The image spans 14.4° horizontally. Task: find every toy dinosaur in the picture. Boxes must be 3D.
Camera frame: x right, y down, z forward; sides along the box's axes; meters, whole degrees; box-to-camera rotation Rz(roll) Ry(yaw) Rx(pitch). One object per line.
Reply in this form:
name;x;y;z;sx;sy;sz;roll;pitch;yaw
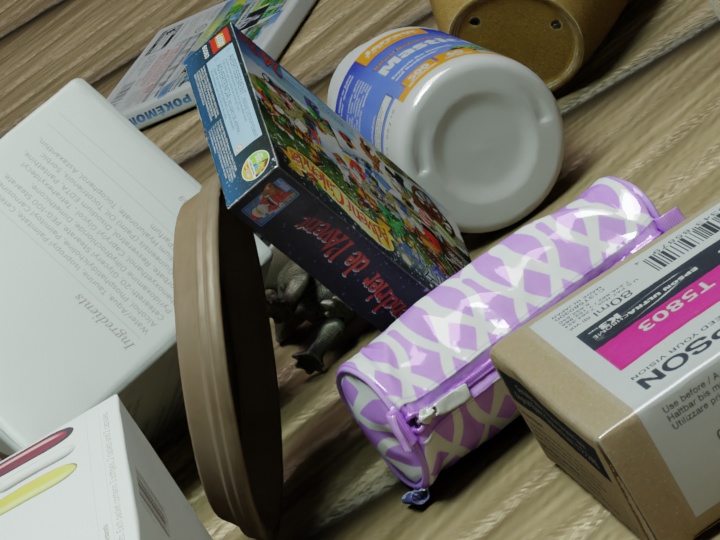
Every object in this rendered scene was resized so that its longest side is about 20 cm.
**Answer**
toy dinosaur;0.000;0.000;1.709;0.200;0.077;0.102;-23;34;35

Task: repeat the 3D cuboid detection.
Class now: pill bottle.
pill bottle;0.045;-0.096;1.816;0.112;0.112;0.200;-34;20;-8

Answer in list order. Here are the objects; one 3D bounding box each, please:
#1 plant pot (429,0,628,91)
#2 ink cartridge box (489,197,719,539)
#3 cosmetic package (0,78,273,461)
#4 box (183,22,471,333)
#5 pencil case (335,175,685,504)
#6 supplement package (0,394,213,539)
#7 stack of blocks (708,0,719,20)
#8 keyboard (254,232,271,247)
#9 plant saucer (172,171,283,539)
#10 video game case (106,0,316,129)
plant pot;0.115;-0.217;1.944;0.186;0.186;0.200;-21;35;27
ink cartridge box;0.181;0.033;1.367;0.200;0.075;0.165;-33;18;-7
cosmetic package;-0.185;0.033;1.677;0.200;0.166;0.167;-42;-12;-28
box;-0.007;-0.033;1.560;0.038;0.200;0.137;-39;38;15
pencil case;0.079;0.031;1.500;0.200;0.084;0.085;-38;1;-16
supplement package;-0.115;0.178;1.328;0.111;0.156;0.200;-31;20;2
stack of blocks;0.305;-0.164;1.595;0.200;0.115;0.059;-35;20;-8
keyboard;-0.055;-0.044;1.864;0.104;0.040;0.200;-45;3;7
plant saucer;-0.070;0.047;1.518;0.029;0.201;0.200;-7;23;6
video game case;-0.127;-0.185;2.421;0.182;0.022;0.200;-21;21;28
